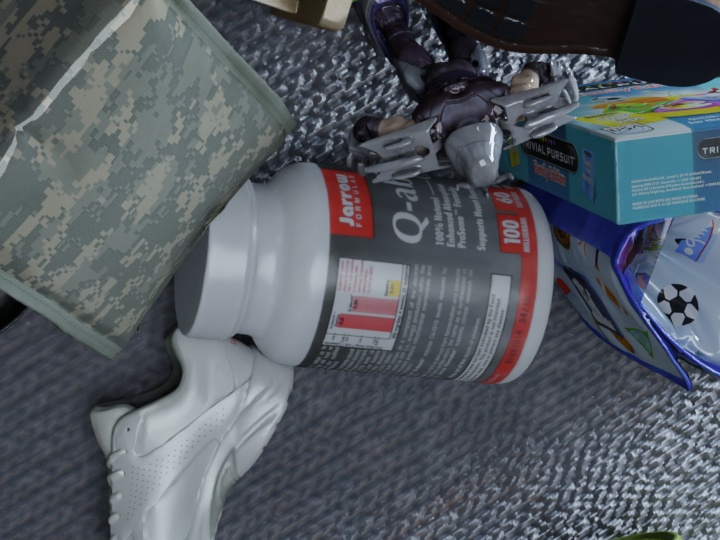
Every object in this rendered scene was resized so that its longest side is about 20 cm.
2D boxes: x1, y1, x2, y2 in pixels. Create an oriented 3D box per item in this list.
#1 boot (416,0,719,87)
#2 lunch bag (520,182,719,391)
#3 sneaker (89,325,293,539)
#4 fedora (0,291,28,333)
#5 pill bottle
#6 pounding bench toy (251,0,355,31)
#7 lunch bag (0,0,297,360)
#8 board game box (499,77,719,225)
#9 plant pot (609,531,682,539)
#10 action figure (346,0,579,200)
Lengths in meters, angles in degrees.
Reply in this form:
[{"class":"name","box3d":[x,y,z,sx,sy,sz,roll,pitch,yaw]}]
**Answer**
[{"class":"boot","box3d":[0.102,-0.164,0.966,0.198,0.097,0.075,21,131,-3]},{"class":"lunch bag","box3d":[0.200,0.003,1.083,0.199,0.170,0.125,20,97,-20]},{"class":"sneaker","box3d":[-0.122,0.120,1.072,0.099,0.078,0.201,28,84,-12]},{"class":"fedora","box3d":[-0.237,-0.041,0.987,0.199,0.092,0.203,-3,102,-15]},{"class":"pill bottle","box3d":[0.000,0.000,1.052,0.198,0.116,0.117,6,100,-17]},{"class":"pounding bench toy","box3d":[-0.051,-0.201,0.952,0.155,0.200,0.125,16,96,-17]},{"class":"lunch bag","box3d":[-0.132,-0.060,0.907,0.164,0.117,0.200,-52,148,-5]},{"class":"board game box","box3d":[0.173,-0.075,1.042,0.150,0.200,0.047,-8,104,-14]},{"class":"plant pot","box3d":[0.179,0.271,1.138,0.186,0.187,0.202,-17,91,-12]},{"class":"action figure","box3d":[0.049,-0.101,1.001,0.129,0.201,0.070,-9,131,-6]}]
